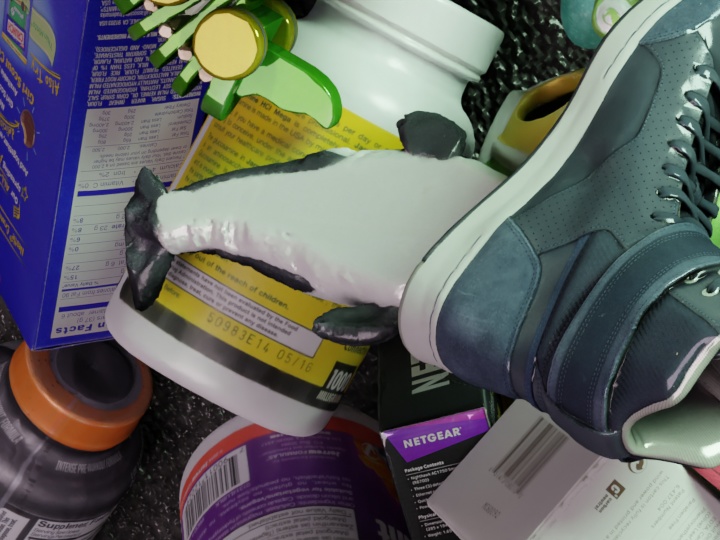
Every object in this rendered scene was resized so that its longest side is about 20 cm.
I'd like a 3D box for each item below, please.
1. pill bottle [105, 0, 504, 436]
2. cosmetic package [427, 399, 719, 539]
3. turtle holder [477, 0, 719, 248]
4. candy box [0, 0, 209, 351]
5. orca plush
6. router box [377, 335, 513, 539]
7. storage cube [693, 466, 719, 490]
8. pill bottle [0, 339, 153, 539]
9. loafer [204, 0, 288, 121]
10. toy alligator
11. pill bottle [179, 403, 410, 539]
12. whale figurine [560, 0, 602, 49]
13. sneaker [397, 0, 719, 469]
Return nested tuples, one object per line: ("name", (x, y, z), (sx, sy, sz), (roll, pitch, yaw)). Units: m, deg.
("pill bottle", (-0.020, -0.037, 1.312), (0.112, 0.112, 0.200), (30, 96, 18))
("cosmetic package", (0.136, 0.136, 1.192), (0.200, 0.108, 0.085), (42, 89, -18))
("turtle holder", (0.113, -0.028, 1.233), (0.132, 0.141, 0.186), (20, 156, 11))
("candy box", (-0.136, -0.092, 1.378), (0.169, 0.077, 0.200), (54, 140, 46))
("orca plush", (0.000, 0.000, 1.224), (0.200, 0.105, 0.071), (-10, 147, 22))
("router box", (0.049, 0.096, 1.325), (0.051, 0.200, 0.149), (-15, 109, 5))
("storage cube", (0.260, 0.034, 1.144), (0.171, 0.200, 0.180), (41, 119, 10))
("pill bottle", (-0.180, 0.107, 1.545), (0.106, 0.106, 0.200), (44, 130, 7))
("loafer", (-0.053, -0.040, 1.412), (0.071, 0.073, 0.200), (9, 113, 46))
("toy alligator", (-0.086, -0.127, 1.240), (0.054, 0.059, 0.200), (-39, 91, 18))
("pill bottle", (-0.019, 0.161, 1.324), (0.111, 0.200, 0.112), (-4, 129, -5))
("whale figurine", (0.079, -0.178, 1.218), (0.159, 0.104, 0.200), (-7, 113, 36))
("sneaker", (0.128, -0.018, 1.088), (0.146, 0.202, 0.077), (28, 164, 43))
